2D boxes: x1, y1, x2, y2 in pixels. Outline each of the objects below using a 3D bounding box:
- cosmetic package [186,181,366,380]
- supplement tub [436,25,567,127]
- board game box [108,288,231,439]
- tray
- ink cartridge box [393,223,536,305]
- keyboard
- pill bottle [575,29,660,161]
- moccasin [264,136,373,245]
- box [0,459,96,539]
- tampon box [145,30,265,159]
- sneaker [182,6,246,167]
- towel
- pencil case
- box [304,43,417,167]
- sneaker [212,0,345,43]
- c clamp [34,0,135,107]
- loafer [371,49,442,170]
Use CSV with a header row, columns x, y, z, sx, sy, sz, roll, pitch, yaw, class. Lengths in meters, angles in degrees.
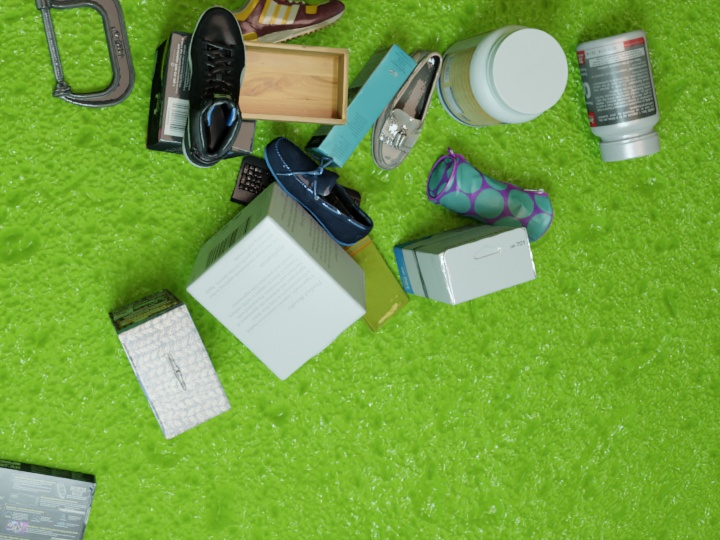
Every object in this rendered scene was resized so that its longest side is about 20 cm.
x,y,z,sx,sy,sz,roll,pitch,yaw,class
-0.117,0.013,1.435,0.165,0.165,0.200,-39,108,14,cosmetic package
0.215,-0.296,1.518,0.144,0.200,0.145,-2,96,-18,supplement tub
-0.274,0.125,1.400,0.097,0.200,0.160,-25,103,-14,board game box
-0.116,-0.245,1.291,0.199,0.037,0.099,1,94,-18,tray
0.157,-0.014,1.527,0.146,0.200,0.086,-16,100,-16,ink cartridge box
-0.097,-0.101,1.521,0.200,0.040,0.104,16,90,-18,keyboard
0.429,-0.287,1.635,0.114,0.114,0.200,-16,100,-16,pill bottle
-0.054,-0.127,1.461,0.200,0.068,0.081,43,47,-22,moccasin
-0.500,0.362,1.432,0.200,0.044,0.161,14,91,-19,box
-0.222,-0.238,1.380,0.126,0.200,0.150,6,92,-19,tampon box
-0.167,-0.224,1.197,0.073,0.112,0.201,5,93,-20,sneaker
0.000,0.000,1.557,0.086,0.018,0.200,-39,115,-10,towel
0.209,-0.118,1.595,0.200,0.085,0.093,20,105,-19,pencil case
0.000,-0.251,1.514,0.049,0.082,0.200,38,84,-18,box
-0.120,-0.384,1.466,0.200,0.075,0.090,-23,105,-16,sneaker
-0.413,-0.323,1.404,0.171,0.027,0.200,-19,100,-21,c clamp
0.073,-0.254,1.548,0.072,0.063,0.200,21,88,-20,loafer
